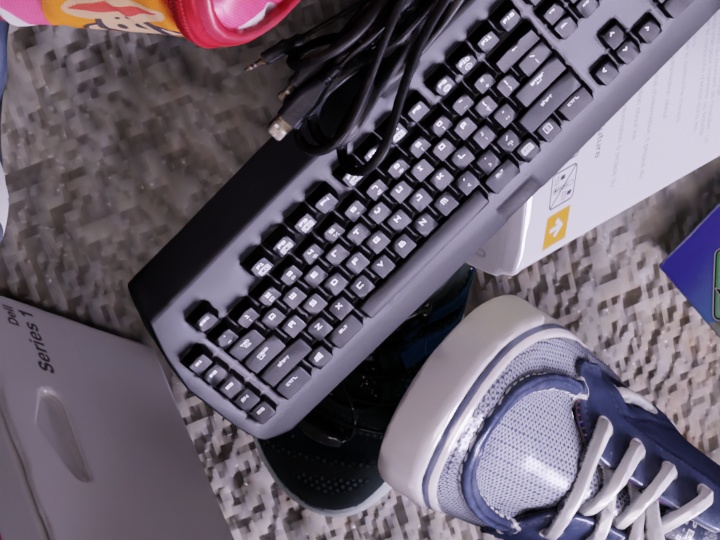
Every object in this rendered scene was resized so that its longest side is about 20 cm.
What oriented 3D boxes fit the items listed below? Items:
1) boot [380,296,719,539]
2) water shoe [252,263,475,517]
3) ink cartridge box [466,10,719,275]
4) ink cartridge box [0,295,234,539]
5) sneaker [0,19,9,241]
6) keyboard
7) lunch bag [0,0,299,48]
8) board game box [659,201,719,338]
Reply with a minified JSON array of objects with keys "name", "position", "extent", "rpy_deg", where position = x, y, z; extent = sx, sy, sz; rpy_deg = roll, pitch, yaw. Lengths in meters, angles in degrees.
[{"name":"boot","position":[0.078,0.065,0.939],"extent":[0.073,0.090,0.200],"rpy_deg":[-59,161,6]},{"name":"water shoe","position":[0.000,0.000,0.916],"extent":[0.071,0.079,0.201],"rpy_deg":[22,117,9]},{"name":"ink cartridge box","position":[0.099,-0.123,0.847],"extent":[0.200,0.047,0.199],"rpy_deg":[-30,133,-44]},{"name":"ink cartridge box","position":[-0.129,0.130,0.935],"extent":[0.084,0.145,0.200],"rpy_deg":[18,119,-35]},{"name":"sneaker","position":[-0.120,-0.089,0.804],"extent":[0.076,0.147,0.202],"rpy_deg":[12,166,-11]},{"name":"keyboard","position":[0.023,-0.038,0.758],"extent":[0.200,0.040,0.104],"rpy_deg":[-46,131,4]},{"name":"lunch bag","position":[-0.039,-0.170,0.714],"extent":[0.081,0.176,0.201],"rpy_deg":[7,121,21]},{"name":"board game box","position":[0.213,-0.022,0.962],"extent":[0.200,0.135,0.029],"rpy_deg":[-48,157,18]}]
